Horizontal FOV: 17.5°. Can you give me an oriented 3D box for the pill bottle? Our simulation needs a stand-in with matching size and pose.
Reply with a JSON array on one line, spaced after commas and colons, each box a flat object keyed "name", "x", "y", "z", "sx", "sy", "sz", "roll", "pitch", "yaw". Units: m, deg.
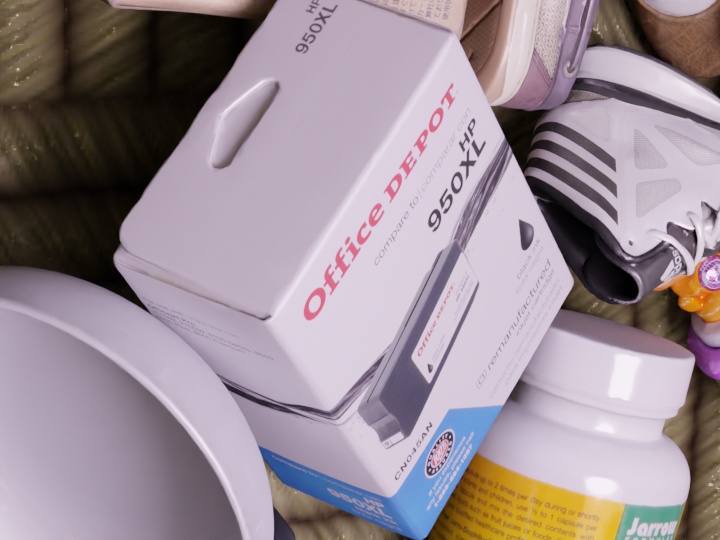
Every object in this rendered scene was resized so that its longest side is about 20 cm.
[{"name": "pill bottle", "x": 0.090, "y": 0.124, "z": 1.099, "sx": 0.113, "sy": 0.113, "sz": 0.200, "roll": 11, "pitch": 99, "yaw": -28}]

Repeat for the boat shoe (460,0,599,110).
[{"name": "boat shoe", "x": 0.085, "y": -0.168, "z": 1.039, "sx": 0.065, "sy": 0.072, "sz": 0.200, "roll": 10, "pitch": 94, "yaw": -41}]

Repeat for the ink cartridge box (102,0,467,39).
[{"name": "ink cartridge box", "x": -0.026, "y": -0.204, "z": 0.969, "sx": 0.164, "sy": 0.075, "sz": 0.200, "roll": 4, "pitch": 103, "yaw": -25}]

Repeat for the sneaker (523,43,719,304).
[{"name": "sneaker", "x": 0.165, "y": -0.017, "z": 1.054, "sx": 0.200, "sy": 0.076, "sz": 0.115, "roll": 20, "pitch": 59, "yaw": 9}]

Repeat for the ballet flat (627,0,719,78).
[{"name": "ballet flat", "x": 0.144, "y": -0.180, "z": 1.055, "sx": 0.068, "sy": 0.072, "sz": 0.200, "roll": 2, "pitch": 107, "yaw": 14}]

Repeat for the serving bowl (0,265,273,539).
[{"name": "serving bowl", "x": -0.118, "y": 0.076, "z": 0.962, "sx": 0.066, "sy": 0.200, "sz": 0.200, "roll": -52, "pitch": 127, "yaw": -46}]

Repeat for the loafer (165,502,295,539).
[{"name": "loafer", "x": -0.066, "y": 0.118, "z": 1.052, "sx": 0.070, "sy": 0.068, "sz": 0.201, "roll": -19, "pitch": 116, "yaw": -31}]

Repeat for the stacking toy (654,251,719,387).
[{"name": "stacking toy", "x": 0.200, "y": 0.029, "z": 1.130, "sx": 0.200, "sy": 0.110, "sz": 0.116, "roll": 33, "pitch": 89, "yaw": -27}]

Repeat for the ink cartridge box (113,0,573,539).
[{"name": "ink cartridge box", "x": 0.000, "y": 0.000, "z": 0.975, "sx": 0.145, "sy": 0.084, "sz": 0.200, "roll": -58, "pitch": 148, "yaw": -18}]
